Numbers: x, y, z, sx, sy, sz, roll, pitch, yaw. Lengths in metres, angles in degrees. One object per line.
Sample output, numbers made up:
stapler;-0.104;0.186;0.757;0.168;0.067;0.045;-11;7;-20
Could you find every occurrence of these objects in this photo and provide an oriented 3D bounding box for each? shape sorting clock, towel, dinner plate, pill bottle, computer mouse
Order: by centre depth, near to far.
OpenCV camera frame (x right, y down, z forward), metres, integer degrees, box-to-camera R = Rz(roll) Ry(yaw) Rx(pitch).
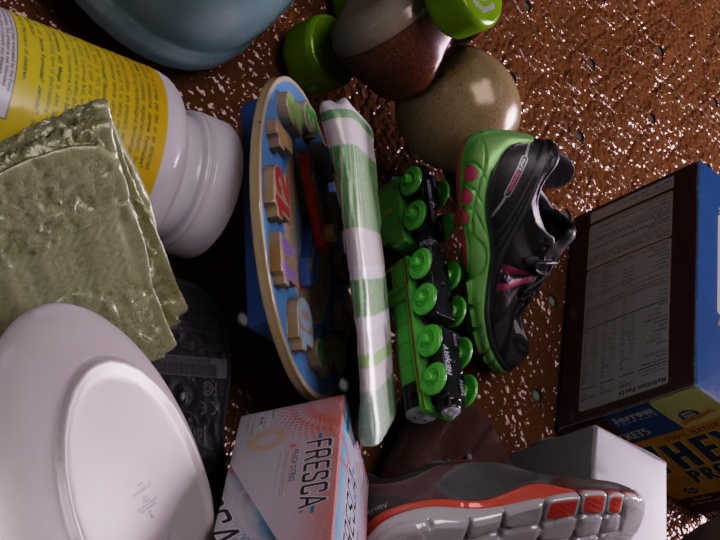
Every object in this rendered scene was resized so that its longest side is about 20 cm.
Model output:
dinner plate;-0.111;0.109;0.630;0.200;0.024;0.203;-18;90;-72
towel;-0.187;0.016;0.667;0.199;0.036;0.150;-31;122;-25
pill bottle;-0.169;-0.073;0.738;0.198;0.112;0.114;18;60;-36
computer mouse;-0.135;0.106;0.744;0.139;0.046;0.203;1;78;-40
shape sorting clock;-0.033;-0.020;0.829;0.200;0.039;0.203;-8;90;-74
towel;0.000;0.000;0.834;0.153;0.023;0.203;0;85;-85

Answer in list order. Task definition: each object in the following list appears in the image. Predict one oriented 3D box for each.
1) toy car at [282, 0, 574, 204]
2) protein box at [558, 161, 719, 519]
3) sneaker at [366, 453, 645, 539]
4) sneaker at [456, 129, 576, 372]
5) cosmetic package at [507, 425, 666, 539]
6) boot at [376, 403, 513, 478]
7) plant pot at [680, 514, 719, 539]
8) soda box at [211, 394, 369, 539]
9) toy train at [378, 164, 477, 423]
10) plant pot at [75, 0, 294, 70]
toy car;0.073;-0.136;0.965;0.201;0.163;0.158;56;45;-22
protein box;0.279;0.062;1.075;0.197;0.134;0.202;30;54;-30
sneaker;0.084;0.141;0.823;0.197;0.078;0.082;2;34;-23
sneaker;0.111;-0.007;0.936;0.077;0.083;0.202;-94;179;-51
cosmetic package;0.145;0.220;0.904;0.090;0.106;0.202;30;56;-29
boot;0.068;0.193;0.879;0.187;0.064;0.200;51;42;-11
plant pot;0.314;0.275;0.998;0.199;0.200;0.176;10;47;-39
soda box;-0.036;0.142;0.699;0.200;0.067;0.064;-86;162;-69
toy train;0.041;0.016;0.916;0.041;0.056;0.202;23;48;-35
plant pot;-0.091;-0.246;0.836;0.199;0.133;0.203;24;56;-41
